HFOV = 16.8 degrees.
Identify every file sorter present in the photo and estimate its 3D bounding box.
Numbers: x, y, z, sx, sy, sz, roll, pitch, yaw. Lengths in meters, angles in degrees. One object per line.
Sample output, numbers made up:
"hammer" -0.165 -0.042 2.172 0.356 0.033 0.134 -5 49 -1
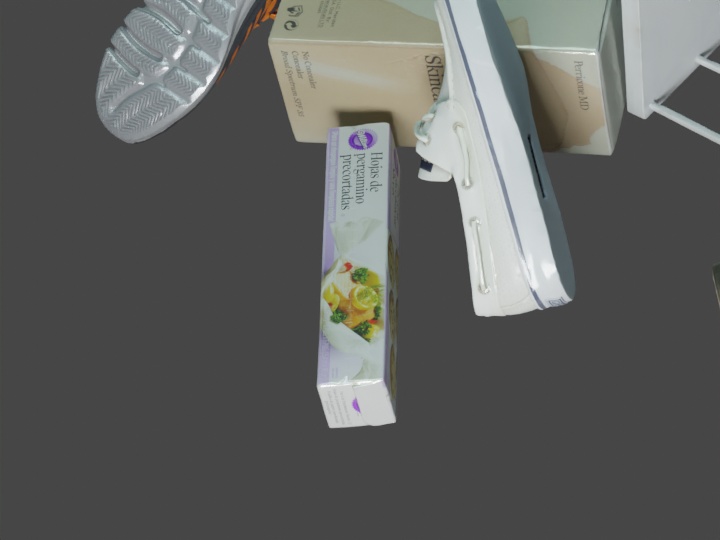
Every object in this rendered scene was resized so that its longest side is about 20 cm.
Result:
"file sorter" 0.261 -0.174 1.419 0.125 0.139 0.200 31 62 30

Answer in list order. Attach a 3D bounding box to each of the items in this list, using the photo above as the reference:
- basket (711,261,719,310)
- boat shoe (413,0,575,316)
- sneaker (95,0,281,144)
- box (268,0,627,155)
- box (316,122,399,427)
"basket" 0.288 0.027 1.231 0.200 0.136 0.180 -15 4 9
"boat shoe" 0.062 -0.071 1.364 0.070 0.200 0.071 -15 3 16
"sneaker" -0.077 -0.156 1.526 0.078 0.112 0.200 44 103 21
"box" 0.056 -0.130 1.456 0.200 0.095 0.078 3 51 17
"box" 0.000 0.000 1.388 0.039 0.041 0.200 -5 47 8
